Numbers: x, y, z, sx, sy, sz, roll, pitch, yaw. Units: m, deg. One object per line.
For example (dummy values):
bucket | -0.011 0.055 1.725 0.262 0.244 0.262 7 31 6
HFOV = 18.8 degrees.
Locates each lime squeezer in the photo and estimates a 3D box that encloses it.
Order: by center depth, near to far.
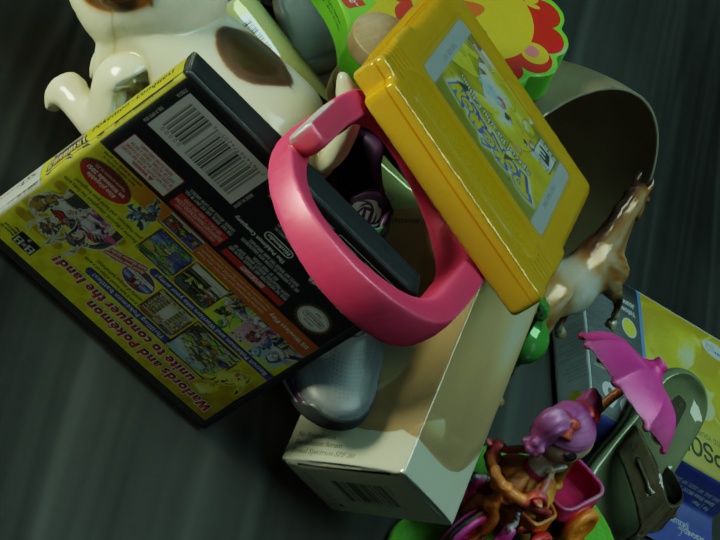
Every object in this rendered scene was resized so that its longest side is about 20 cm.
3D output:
lime squeezer | 0.100 0.023 1.531 0.038 0.070 0.201 -40 137 -60

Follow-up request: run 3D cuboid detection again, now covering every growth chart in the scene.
growth chart | -0.037 -0.228 1.612 0.145 0.018 0.201 -13 97 -57

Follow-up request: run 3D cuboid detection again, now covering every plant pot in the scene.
plant pot | 0.104 -0.082 1.623 0.200 0.201 0.134 5 29 -50

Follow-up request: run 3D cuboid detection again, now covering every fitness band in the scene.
fitness band | 0.012 -0.031 1.262 0.144 0.037 0.200 56 24 -5

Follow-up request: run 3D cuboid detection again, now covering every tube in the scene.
tube | -0.040 -0.104 1.538 0.052 0.058 0.200 -39 95 -24

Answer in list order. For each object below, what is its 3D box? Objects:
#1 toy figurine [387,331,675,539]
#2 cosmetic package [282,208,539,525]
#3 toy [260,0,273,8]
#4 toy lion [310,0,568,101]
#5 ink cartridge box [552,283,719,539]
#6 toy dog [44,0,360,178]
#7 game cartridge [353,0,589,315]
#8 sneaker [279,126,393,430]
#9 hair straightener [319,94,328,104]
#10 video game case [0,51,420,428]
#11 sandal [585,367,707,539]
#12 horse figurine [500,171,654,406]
toy figurine | 0.128 0.124 1.459 0.200 0.184 0.150 -15 54 -43
cosmetic package | 0.039 0.060 1.431 0.071 0.105 0.200 49 53 -43
toy | -0.113 -0.271 1.570 0.200 0.047 0.116 17 56 -45
toy lion | 0.042 -0.190 1.525 0.191 0.069 0.200 -17 60 -33
ink cartridge box | 0.232 0.114 1.751 0.197 0.047 0.201 30 44 -37
toy dog | -0.111 -0.127 1.359 0.139 0.194 0.200 -36 105 -46
game cartridge | 0.075 -0.082 1.368 0.177 0.032 0.200 55 22 -10
sneaker | -0.014 -0.002 1.377 0.074 0.088 0.201 8 58 -18
hair straightener | -0.082 -0.120 1.494 0.200 0.077 0.041 37 13 -13
video game case | -0.096 -0.012 1.300 0.200 0.181 0.026 44 30 -23
sandal | 0.217 0.155 1.653 0.080 0.057 0.201 47 61 -30
horse figurine | 0.144 0.023 1.606 0.200 0.133 0.050 -28 57 -32
